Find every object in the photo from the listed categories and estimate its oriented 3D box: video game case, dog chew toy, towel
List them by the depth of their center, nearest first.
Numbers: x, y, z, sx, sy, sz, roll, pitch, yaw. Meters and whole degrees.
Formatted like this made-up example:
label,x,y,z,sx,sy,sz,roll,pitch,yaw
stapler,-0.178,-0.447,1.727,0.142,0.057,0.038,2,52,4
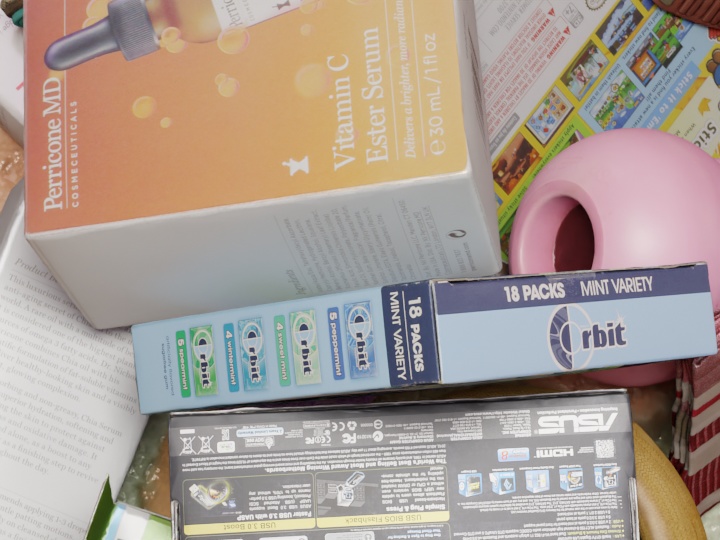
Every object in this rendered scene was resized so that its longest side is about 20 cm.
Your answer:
label,x,y,z,sx,sy,sz,roll,pitch,yaw
towel,0.209,0.042,1.034,0.144,0.200,0.023,-33,63,-11
dog chew toy,0.171,-0.003,1.062,0.199,0.124,0.125,5,74,-36
video game case,0.108,-0.086,1.099,0.182,0.023,0.200,45,72,-23

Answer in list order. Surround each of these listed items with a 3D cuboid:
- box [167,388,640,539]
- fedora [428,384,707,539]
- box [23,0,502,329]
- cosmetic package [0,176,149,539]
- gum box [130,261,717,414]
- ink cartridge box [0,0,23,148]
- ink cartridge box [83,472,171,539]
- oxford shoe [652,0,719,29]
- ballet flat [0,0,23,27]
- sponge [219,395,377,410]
label,x,y,z,sx,sy,sz,roll,pitch,yaw
box,0.020,0.136,0.903,0.199,0.049,0.162,-4,78,1
fedora,0.060,0.150,0.966,0.199,0.082,0.202,0,81,2
box,-0.045,-0.073,0.979,0.199,0.106,0.153,-8,65,7
cosmetic package,-0.159,0.063,1.051,0.101,0.071,0.201,25,75,-15
gum box,0.026,0.031,0.940,0.169,0.199,0.045,-3,85,-42
ink cartridge box,-0.166,-0.138,1.112,0.117,0.067,0.200,-43,82,-13
ink cartridge box,-0.104,0.184,0.971,0.075,0.200,0.149,19,76,0
oxford shoe,0.237,-0.171,1.118,0.199,0.071,0.074,-4,70,-19
ballet flat,-0.083,-0.171,1.040,0.199,0.068,0.076,-10,87,11
sponge,0.000,0.000,1.074,0.200,0.030,0.112,-39,111,-22
